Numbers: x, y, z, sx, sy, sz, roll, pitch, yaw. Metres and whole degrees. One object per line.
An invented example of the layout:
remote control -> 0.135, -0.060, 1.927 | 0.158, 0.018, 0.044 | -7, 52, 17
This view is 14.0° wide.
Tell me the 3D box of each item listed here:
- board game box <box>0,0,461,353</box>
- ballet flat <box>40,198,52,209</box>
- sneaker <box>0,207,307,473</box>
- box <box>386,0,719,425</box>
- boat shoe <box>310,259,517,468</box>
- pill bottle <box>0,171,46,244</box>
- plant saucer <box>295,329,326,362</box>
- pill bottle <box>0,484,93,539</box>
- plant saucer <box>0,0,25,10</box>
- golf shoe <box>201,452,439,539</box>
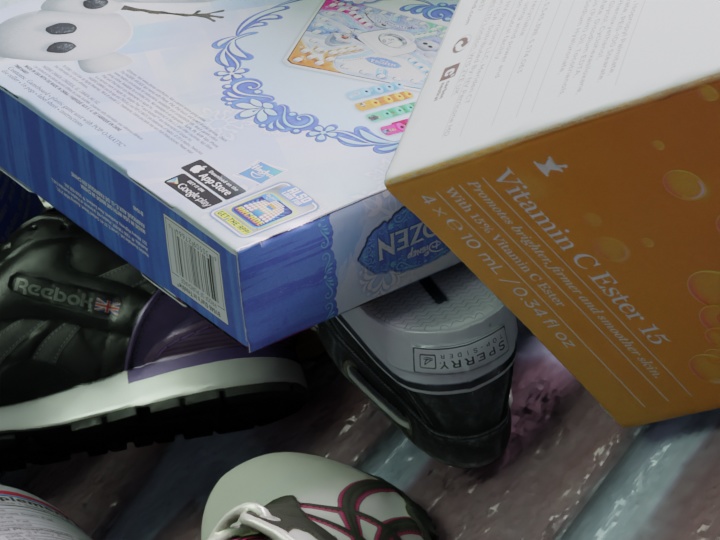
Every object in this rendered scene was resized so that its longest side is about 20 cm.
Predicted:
board game box -> -0.014, -0.062, 1.011 | 0.198, 0.044, 0.200 | -24, 36, -27
ballet flat -> -0.120, -0.043, 1.265 | 0.199, 0.072, 0.072 | -23, 35, 31
sneaker -> -0.123, 0.024, 1.072 | 0.199, 0.076, 0.088 | -9, 75, -2
box -> 0.128, -0.044, 0.846 | 0.199, 0.124, 0.098 | -17, 39, 43
boat shoe -> 0.000, 0.000, 1.020 | 0.072, 0.071, 0.200 | -11, 33, -11
pill bottle -> -0.191, -0.037, 1.102 | 0.112, 0.200, 0.112 | -16, 41, 14
plant saucer -> -0.006, -0.045, 1.152 | 0.200, 0.029, 0.201 | -33, 30, 21
pill bottle -> -0.121, 0.135, 0.978 | 0.109, 0.109, 0.200 | -49, 27, -7
plant saucer -> -0.096, -0.129, 1.137 | 0.039, 0.200, 0.202 | -46, 23, 34
golf shoe -> -0.019, 0.096, 0.918 | 0.077, 0.088, 0.200 | -46, 26, 3
